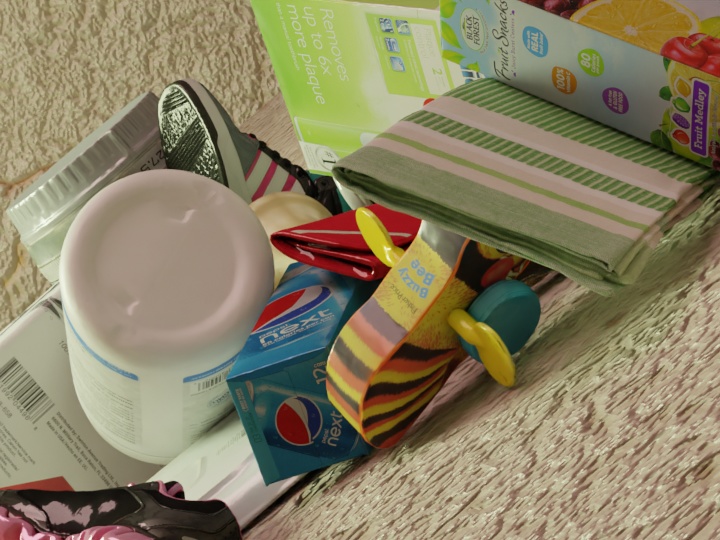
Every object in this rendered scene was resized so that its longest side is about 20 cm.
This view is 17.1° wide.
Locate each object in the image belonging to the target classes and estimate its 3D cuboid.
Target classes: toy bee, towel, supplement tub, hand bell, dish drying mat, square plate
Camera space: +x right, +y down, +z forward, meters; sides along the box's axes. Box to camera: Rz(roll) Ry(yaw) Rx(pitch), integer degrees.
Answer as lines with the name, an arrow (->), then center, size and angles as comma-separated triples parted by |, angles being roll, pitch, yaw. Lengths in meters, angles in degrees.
toy bee -> 0.046, -0.008, 1.233 | 0.130, 0.109, 0.201 | 19, 74, 34
towel -> 0.093, -0.049, 1.185 | 0.200, 0.152, 0.024 | -37, -35, -58
supplement tub -> -0.121, 0.033, 1.503 | 0.132, 0.132, 0.200 | -42, -12, -18
hand bell -> 0.000, 0.000, 1.600 | 0.104, 0.104, 0.199 | -43, 23, -24
dish drying mat -> 0.028, -0.027, 1.440 | 0.076, 0.018, 0.200 | 13, 17, 28
square plate -> -0.109, 0.144, 1.440 | 0.198, 0.028, 0.200 | -40, 10, 4

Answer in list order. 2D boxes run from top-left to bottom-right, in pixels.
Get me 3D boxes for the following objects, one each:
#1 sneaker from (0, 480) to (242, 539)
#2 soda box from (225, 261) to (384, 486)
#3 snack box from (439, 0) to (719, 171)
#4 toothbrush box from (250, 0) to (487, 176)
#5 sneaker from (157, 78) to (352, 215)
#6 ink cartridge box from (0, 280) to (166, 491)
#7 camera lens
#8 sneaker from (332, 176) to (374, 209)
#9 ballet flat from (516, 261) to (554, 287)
sneaker -> -0.143, 0.150, 1.343 | 0.199, 0.080, 0.095 | 6, 33, 45
soda box -> -0.020, 0.047, 1.376 | 0.064, 0.068, 0.200 | -18, 15, 14
snack box -> 0.166, -0.147, 1.250 | 0.169, 0.199, 0.068 | -45, -32, -34
toothbrush box -> 0.043, -0.132, 1.547 | 0.199, 0.146, 0.086 | 11, 43, 37
sneaker -> -0.058, -0.062, 1.744 | 0.120, 0.201, 0.083 | -27, 0, -38
ink cartridge box -> -0.194, 0.091, 1.663 | 0.200, 0.145, 0.084 | -43, 10, -23
camera lens -> -0.151, -0.014, 1.816 | 0.160, 0.200, 0.160 | -38, 9, 7
sneaker -> 0.059, -0.097, 1.690 | 0.112, 0.073, 0.200 | -35, -4, 25
ballet flat -> 0.085, -0.019, 1.340 | 0.200, 0.071, 0.071 | -40, 9, 11
